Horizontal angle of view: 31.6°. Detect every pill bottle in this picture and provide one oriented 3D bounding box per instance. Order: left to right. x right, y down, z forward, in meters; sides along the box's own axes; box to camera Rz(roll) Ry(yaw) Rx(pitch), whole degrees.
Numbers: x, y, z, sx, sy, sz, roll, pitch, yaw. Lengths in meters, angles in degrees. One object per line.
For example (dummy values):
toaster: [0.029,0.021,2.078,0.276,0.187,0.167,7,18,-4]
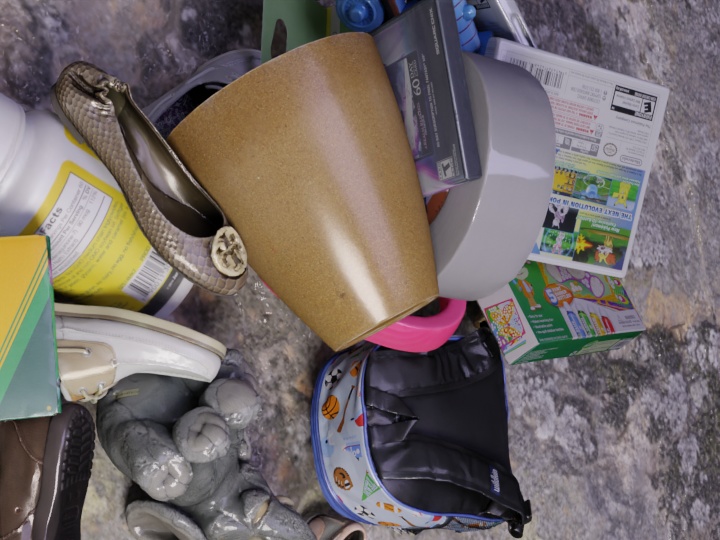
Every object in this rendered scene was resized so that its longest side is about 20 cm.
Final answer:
pill bottle: [-0.219,-0.046,0.938,0.199,0.114,0.115,34,61,-35]

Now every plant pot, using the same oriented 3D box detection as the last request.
plant pot: [-0.026,-0.047,0.983,0.186,0.186,0.201,-23,83,-44]

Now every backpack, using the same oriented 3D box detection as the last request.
backpack: [0.041,0.143,1.134,0.190,0.153,0.202,17,58,-47]

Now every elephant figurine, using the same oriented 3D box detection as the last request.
elephant figurine: [-0.122,0.169,0.996,0.140,0.155,0.201,-24,132,-10]

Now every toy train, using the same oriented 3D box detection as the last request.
toy train: [0.058,-0.209,1.142,0.201,0.113,0.087,65,34,-32]

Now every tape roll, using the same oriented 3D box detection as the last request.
tape roll: [0.079,-0.078,1.053,0.066,0.200,0.203,9,76,-25]

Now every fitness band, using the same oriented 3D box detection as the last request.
fitness band: [0.000,0.000,1.103,0.198,0.038,0.144,19,34,-17]

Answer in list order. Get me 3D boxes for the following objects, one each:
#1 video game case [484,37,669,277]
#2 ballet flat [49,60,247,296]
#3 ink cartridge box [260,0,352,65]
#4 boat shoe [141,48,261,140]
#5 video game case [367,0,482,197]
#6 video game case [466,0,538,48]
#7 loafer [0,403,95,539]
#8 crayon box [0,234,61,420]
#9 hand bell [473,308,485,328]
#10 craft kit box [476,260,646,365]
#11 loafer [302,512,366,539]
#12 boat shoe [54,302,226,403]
video game case: [0.181,-0.098,1.155,0.198,0.022,0.184,10,96,-28]
ballet flat: [-0.143,-0.068,0.910,0.201,0.046,0.067,53,30,-8]
ink cartridge box: [-0.018,-0.177,1.165,0.200,0.047,0.147,24,65,-60]
boat shoe: [-0.128,-0.138,1.073,0.199,0.068,0.073,-31,105,-42]
video game case: [0.029,-0.127,1.037,0.019,0.199,0.145,-8,87,-29]
video game case: [0.112,-0.200,1.231,0.022,0.199,0.183,-37,110,-19]
loafer: [-0.242,0.193,0.919,0.073,0.070,0.202,35,64,-75]
crayon box: [-0.299,0.043,0.825,0.198,0.058,0.120,-4,86,-16]
hand bell: [0.147,-0.050,1.330,0.103,0.104,0.202,3,69,-44]
craft kit box: [0.169,-0.011,1.235,0.199,0.048,0.199,-3,58,-49]
loafer: [-0.051,0.299,1.078,0.072,0.062,0.202,40,57,-33]
boat shoe: [-0.199,0.062,0.922,0.198,0.075,0.069,11,73,1]
